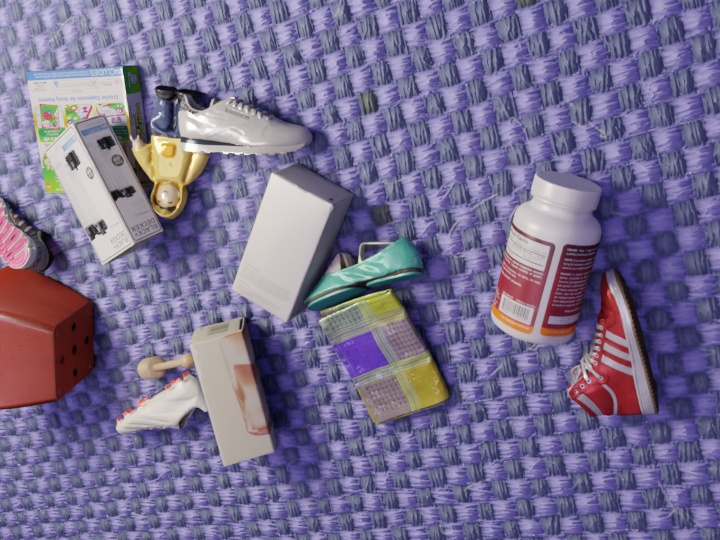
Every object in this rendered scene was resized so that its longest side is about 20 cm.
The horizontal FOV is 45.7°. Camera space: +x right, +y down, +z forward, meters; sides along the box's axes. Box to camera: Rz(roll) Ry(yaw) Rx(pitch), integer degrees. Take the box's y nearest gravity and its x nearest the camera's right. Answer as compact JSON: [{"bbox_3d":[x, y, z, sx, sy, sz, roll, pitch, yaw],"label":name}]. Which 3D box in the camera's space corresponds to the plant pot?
[{"bbox_3d":[-0.567,0.123,1.462,0.174,0.200,0.203,8,109,8],"label":"plant pot"}]

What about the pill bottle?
[{"bbox_3d":[0.241,-0.017,1.087,0.112,0.113,0.203,18,112,18],"label":"pill bottle"}]

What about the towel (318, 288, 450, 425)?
[{"bbox_3d":[0.035,0.130,1.260,0.142,0.023,0.202,-19,107,28],"label":"towel"}]

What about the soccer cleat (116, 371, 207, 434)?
[{"bbox_3d":[-0.340,0.246,1.458,0.199,0.069,0.078,-31,95,26],"label":"soccer cleat"}]

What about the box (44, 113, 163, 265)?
[{"bbox_3d":[-0.395,-0.122,1.311,0.116,0.060,0.202,-21,97,45],"label":"box"}]

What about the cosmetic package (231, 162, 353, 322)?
[{"bbox_3d":[-0.101,-0.041,1.251,0.107,0.085,0.202,30,115,12],"label":"cosmetic package"}]

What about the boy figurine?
[{"bbox_3d":[-0.292,-0.177,1.300,0.123,0.065,0.203,10,107,-4],"label":"boy figurine"}]

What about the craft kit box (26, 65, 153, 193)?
[{"bbox_3d":[-0.434,-0.224,1.372,0.197,0.048,0.200,4,104,23],"label":"craft kit box"}]

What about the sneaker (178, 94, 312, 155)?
[{"bbox_3d":[-0.166,-0.208,1.224,0.197,0.076,0.082,3,100,5],"label":"sneaker"}]

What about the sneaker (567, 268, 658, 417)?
[{"bbox_3d":[0.312,0.102,1.114,0.111,0.071,0.202,-13,102,23],"label":"sneaker"}]

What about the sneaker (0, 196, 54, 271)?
[{"bbox_3d":[-0.597,-0.059,1.478,0.199,0.087,0.074,40,92,32],"label":"sneaker"}]

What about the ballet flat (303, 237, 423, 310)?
[{"bbox_3d":[0.000,0.000,1.238,0.198,0.067,0.071,-20,73,28],"label":"ballet flat"}]

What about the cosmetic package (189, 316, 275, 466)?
[{"bbox_3d":[-0.198,0.187,1.341,0.086,0.103,0.203,-14,102,-4],"label":"cosmetic package"}]

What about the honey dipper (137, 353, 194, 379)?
[{"bbox_3d":[-0.313,0.155,1.381,0.199,0.038,0.038,-15,100,57],"label":"honey dipper"}]
